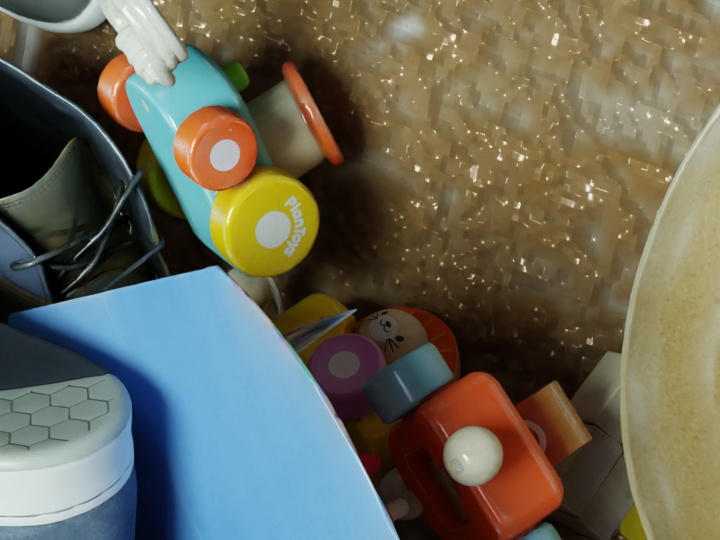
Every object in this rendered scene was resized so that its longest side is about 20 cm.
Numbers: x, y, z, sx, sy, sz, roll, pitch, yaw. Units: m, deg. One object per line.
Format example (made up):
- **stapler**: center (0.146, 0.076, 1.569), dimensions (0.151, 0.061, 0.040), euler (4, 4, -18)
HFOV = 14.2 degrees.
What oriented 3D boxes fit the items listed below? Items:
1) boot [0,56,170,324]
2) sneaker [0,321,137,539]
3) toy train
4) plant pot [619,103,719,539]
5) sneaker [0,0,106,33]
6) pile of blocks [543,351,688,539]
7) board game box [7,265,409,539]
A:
- **boot**: center (-0.083, 0.015, 0.838), dimensions (0.200, 0.075, 0.097), euler (43, 159, 19)
- **sneaker**: center (-0.125, 0.073, 0.815), dimensions (0.202, 0.077, 0.147), euler (32, 137, 47)
- **toy train**: center (0.000, 0.000, 0.796), dimensions (0.055, 0.150, 0.200), euler (-32, 81, -14)
- **plant pot**: center (0.150, 0.012, 0.712), dimensions (0.199, 0.027, 0.201), euler (-22, 57, 37)
- **sneaker**: center (-0.156, -0.143, 0.855), dimensions (0.071, 0.099, 0.200), euler (-43, 81, 28)
- **pile of blocks**: center (0.079, 0.122, 0.818), dimensions (0.062, 0.082, 0.201), euler (-171, 80, -70)
- **board game box**: center (-0.024, 0.072, 0.770), dimensions (0.200, 0.039, 0.159), euler (-12, 101, 60)
